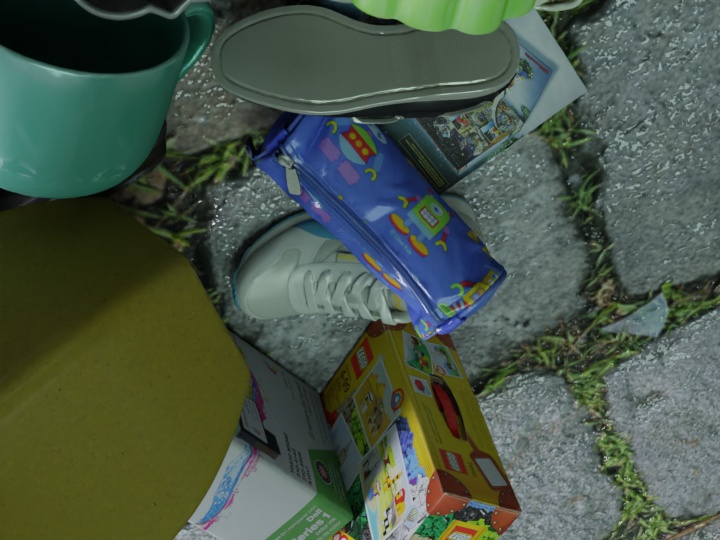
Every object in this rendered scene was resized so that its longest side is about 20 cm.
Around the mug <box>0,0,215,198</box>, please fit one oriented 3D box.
[{"bbox_3d":[-0.177,-0.115,0.834,0.183,0.153,0.115,9,129,-23],"label":"mug"}]

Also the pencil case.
[{"bbox_3d":[0.012,-0.041,0.944,0.200,0.087,0.078,47,130,-6],"label":"pencil case"}]

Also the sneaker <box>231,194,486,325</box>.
[{"bbox_3d":[0.000,0.000,1.026,0.197,0.081,0.077,-14,132,-3],"label":"sneaker"}]

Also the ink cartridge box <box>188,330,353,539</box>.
[{"bbox_3d":[-0.110,0.121,1.048,0.084,0.146,0.200,-39,128,16],"label":"ink cartridge box"}]

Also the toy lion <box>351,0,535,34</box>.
[{"bbox_3d":[0.061,-0.214,0.788,0.197,0.193,0.069,-6,144,-16],"label":"toy lion"}]

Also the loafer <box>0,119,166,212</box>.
[{"bbox_3d":[-0.212,-0.053,0.936,0.198,0.074,0.071,-26,140,12],"label":"loafer"}]

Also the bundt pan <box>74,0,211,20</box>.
[{"bbox_3d":[-0.130,-0.251,0.775,0.199,0.076,0.204,-14,126,-20],"label":"bundt pan"}]

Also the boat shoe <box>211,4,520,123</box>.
[{"bbox_3d":[0.003,-0.131,0.883,0.197,0.075,0.060,-5,167,-4],"label":"boat shoe"}]

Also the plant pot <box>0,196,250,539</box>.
[{"bbox_3d":[-0.189,0.069,0.865,0.200,0.195,0.195,-41,133,-18],"label":"plant pot"}]

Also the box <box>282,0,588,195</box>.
[{"bbox_3d":[0.054,-0.159,0.941,0.136,0.038,0.200,-34,129,11],"label":"box"}]

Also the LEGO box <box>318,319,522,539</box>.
[{"bbox_3d":[0.031,0.159,1.084,0.076,0.201,0.150,19,121,-29],"label":"LEGO box"}]

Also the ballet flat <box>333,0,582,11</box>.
[{"bbox_3d":[0.055,-0.190,0.849,0.197,0.070,0.070,-2,129,-14],"label":"ballet flat"}]
